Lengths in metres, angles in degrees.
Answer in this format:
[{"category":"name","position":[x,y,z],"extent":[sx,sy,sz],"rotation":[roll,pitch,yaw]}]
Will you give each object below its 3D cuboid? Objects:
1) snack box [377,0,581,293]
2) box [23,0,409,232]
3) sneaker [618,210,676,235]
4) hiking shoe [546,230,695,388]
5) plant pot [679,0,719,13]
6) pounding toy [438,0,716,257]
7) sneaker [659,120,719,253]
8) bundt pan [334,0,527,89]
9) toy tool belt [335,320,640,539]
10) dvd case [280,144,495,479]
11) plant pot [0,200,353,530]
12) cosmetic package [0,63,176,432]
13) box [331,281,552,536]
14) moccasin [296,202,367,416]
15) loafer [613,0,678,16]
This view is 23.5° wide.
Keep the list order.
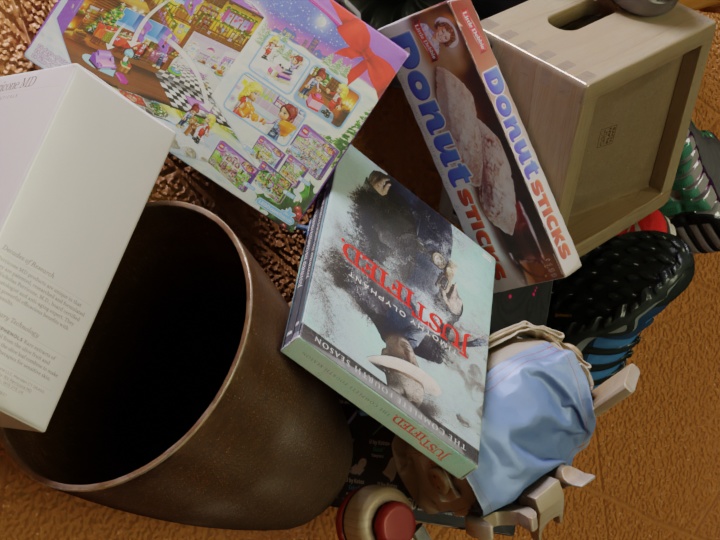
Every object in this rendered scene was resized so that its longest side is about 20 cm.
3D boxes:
[{"category":"snack box","position":[0.081,-0.083,1.169],"extent":[0.024,0.072,0.200],"rotation":[-31,101,-41]},{"category":"box","position":[-0.089,-0.135,1.080],"extent":[0.200,0.039,0.137],"rotation":[34,91,-12]},{"category":"sneaker","position":[0.184,0.004,1.387],"extent":[0.200,0.077,0.085],"rotation":[-49,116,-31]},{"category":"hiking shoe","position":[0.175,0.043,1.290],"extent":[0.087,0.200,0.074],"rotation":[22,37,-44]},{"category":"plant pot","position":[0.218,-0.271,1.349],"extent":[0.183,0.200,0.200],"rotation":[-32,113,-20]},{"category":"pounding toy","position":[0.151,-0.114,1.257],"extent":[0.200,0.142,0.184],"rotation":[-29,140,-40]},{"category":"sneaker","position":[0.266,-0.105,1.473],"extent":[0.200,0.074,0.088],"rotation":[55,43,-39]},{"category":"bundt pan","position":[0.033,-0.222,1.243],"extent":[0.202,0.076,0.202],"rotation":[-1,92,-43]},{"category":"toy tool belt","position":[0.086,0.119,1.124],"extent":[0.200,0.123,0.125],"rotation":[-40,113,-31]},{"category":"dvd case","position":[0.024,0.020,1.088],"extent":[0.146,0.022,0.200],"rotation":[38,36,-20]},{"category":"plant pot","position":[-0.094,0.085,1.085],"extent":[0.200,0.187,0.187],"rotation":[42,63,-49]},{"category":"cosmetic package","position":[-0.202,-0.013,1.015],"extent":[0.085,0.108,0.200],"rotation":[33,67,-36]},{"category":"box","position":[0.051,0.081,1.245],"extent":[0.122,0.106,0.200],"rotation":[15,80,-41]},{"category":"moccasin","position":[0.000,0.000,1.163],"extent":[0.068,0.080,0.200],"rotation":[50,19,-46]},{"category":"loafer","position":[0.153,-0.263,1.198],"extent":[0.200,0.071,0.073],"rotation":[39,47,8]}]
